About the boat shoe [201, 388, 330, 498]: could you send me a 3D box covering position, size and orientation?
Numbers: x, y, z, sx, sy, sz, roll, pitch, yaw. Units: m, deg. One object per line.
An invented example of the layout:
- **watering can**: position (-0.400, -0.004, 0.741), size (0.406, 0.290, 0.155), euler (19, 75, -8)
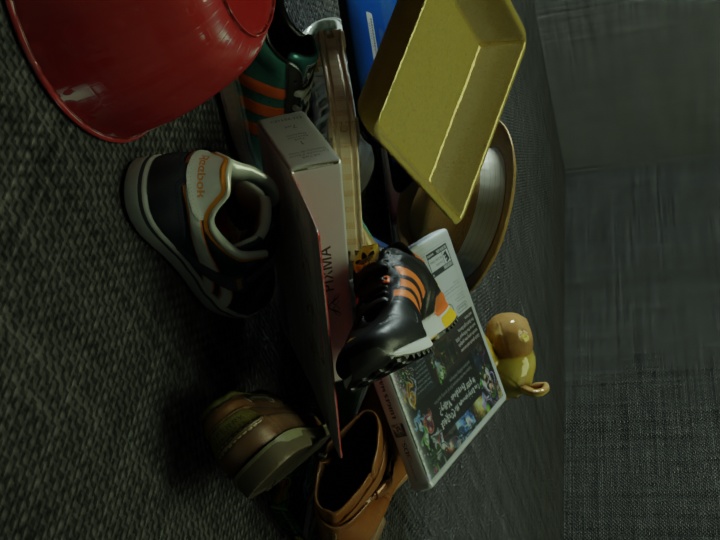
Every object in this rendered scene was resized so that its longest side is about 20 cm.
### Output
- **boat shoe**: position (-0.070, 0.121, 0.717), size (0.068, 0.072, 0.200), euler (47, -7, 10)

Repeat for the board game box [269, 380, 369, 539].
- **board game box**: position (-0.030, 0.160, 0.888), size (0.105, 0.023, 0.201), euler (66, 32, -41)

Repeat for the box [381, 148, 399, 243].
- **box**: position (0.081, -0.128, 1.150), size (0.128, 0.107, 0.203), euler (-84, 167, -81)

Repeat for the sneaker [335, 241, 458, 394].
- **sneaker**: position (0.014, 0.026, 0.700), size (0.091, 0.070, 0.200), euler (61, 18, 2)

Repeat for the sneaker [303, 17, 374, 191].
- **sneaker**: position (-0.034, -0.164, 0.918), size (0.201, 0.073, 0.116), euler (-90, 162, -46)

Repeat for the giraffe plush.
- **giraffe plush**: position (0.145, 0.105, 1.149), size (0.174, 0.160, 0.202), euler (-94, -167, -49)

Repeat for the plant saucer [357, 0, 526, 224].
- **plant saucer**: position (0.068, -0.169, 0.821), size (0.200, 0.048, 0.202), euler (37, 72, -58)

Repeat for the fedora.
- **fedora**: position (0.091, -0.069, 0.995), size (0.200, 0.081, 0.203), euler (-165, -90, -72)

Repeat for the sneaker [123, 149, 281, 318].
- **sneaker**: position (-0.090, -0.020, 0.690), size (0.200, 0.078, 0.079), euler (51, 37, -62)

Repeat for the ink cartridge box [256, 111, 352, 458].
- **ink cartridge box**: position (-0.029, 0.008, 0.715), size (0.177, 0.044, 0.202), euler (-122, -157, -52)

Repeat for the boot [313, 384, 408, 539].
- **boot**: position (0.007, 0.148, 0.836), size (0.156, 0.076, 0.201), euler (75, 37, -60)

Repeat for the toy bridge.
- **toy bridge**: position (-0.015, -0.105, 0.770), size (0.067, 0.027, 0.203), euler (103, -18, -75)

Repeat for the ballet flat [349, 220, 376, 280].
- **ballet flat**: position (0.000, 0.000, 0.884), size (0.200, 0.068, 0.063), euler (45, 66, -35)

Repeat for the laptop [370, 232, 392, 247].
- **laptop**: position (0.021, -0.008, 0.979), size (0.178, 0.102, 0.201), euler (-77, 164, -44)

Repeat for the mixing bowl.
- **mixing bowl**: position (-0.120, -0.186, 0.591), size (0.200, 0.107, 0.203), euler (-4, 90, -73)

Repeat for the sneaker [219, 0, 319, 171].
- **sneaker**: position (-0.068, -0.147, 0.777), size (0.072, 0.079, 0.202), euler (-75, 154, -53)

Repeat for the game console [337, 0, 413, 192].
- **game console**: position (0.010, -0.194, 0.942), size (0.170, 0.118, 0.203), euler (4, 72, -48)

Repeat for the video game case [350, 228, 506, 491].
- **video game case**: position (0.064, 0.071, 0.854), size (0.200, 0.023, 0.184), euler (-30, 101, -59)
